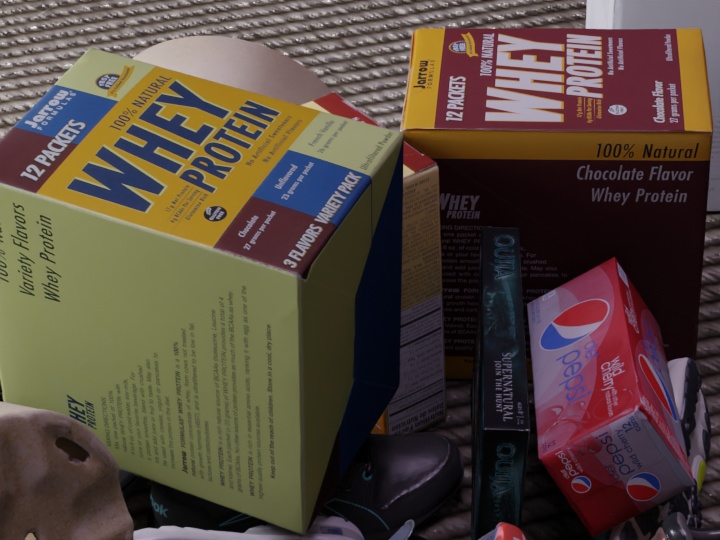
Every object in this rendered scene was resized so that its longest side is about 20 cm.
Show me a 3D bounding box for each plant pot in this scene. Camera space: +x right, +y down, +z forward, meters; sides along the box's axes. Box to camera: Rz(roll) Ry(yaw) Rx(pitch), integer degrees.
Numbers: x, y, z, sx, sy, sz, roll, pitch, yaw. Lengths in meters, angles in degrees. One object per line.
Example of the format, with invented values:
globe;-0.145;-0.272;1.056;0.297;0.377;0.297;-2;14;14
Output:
plant pot;-0.228;0.140;1.053;0.183;0.201;0.200;-4;29;38
plant pot;-0.110;-0.024;1.363;0.187;0.188;0.200;4;47;9

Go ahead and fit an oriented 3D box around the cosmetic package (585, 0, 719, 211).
cosmetic package;0.239;-0.181;1.518;0.123;0.200;0.200;-1;36;2

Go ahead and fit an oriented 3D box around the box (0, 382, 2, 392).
box;-0.336;0.066;1.262;0.200;0.049;0.161;10;26;43

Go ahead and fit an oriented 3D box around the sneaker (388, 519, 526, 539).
sneaker;0.006;0.182;1.064;0.200;0.075;0.085;-12;61;17

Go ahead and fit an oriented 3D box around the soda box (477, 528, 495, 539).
soda box;0.121;0.224;1.068;0.063;0.068;0.200;-27;42;-30

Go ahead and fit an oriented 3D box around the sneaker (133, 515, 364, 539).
sneaker;-0.083;0.191;1.123;0.200;0.075;0.082;-12;35;-13

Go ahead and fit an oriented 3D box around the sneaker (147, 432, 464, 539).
sneaker;-0.032;0.125;1.211;0.199;0.079;0.075;-10;36;-13

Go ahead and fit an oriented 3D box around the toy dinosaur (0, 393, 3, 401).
toy dinosaur;-0.217;0.038;1.350;0.135;0.086;0.200;-10;42;-44

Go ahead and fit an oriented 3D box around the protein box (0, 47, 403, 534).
protein box;-0.093;0.010;1.132;0.200;0.199;0.135;17;43;18

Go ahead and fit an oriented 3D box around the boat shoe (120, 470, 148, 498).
boat shoe;-0.168;0.101;1.244;0.086;0.075;0.202;42;56;9

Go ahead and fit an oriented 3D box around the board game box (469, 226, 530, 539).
board game box;0.084;0.085;1.210;0.028;0.136;0.200;2;36;2

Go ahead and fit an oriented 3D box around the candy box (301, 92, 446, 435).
candy box;0.000;0.000;1.278;0.055;0.200;0.115;-24;40;-25

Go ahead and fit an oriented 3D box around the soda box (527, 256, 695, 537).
soda box;0.145;0.071;1.189;0.070;0.063;0.200;-29;20;15

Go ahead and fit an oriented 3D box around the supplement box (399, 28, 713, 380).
supplement box;0.129;-0.044;1.332;0.197;0.200;0.133;1;36;5

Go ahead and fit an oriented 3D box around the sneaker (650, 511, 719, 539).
sneaker;0.242;0.177;1.084;0.200;0.082;0.077;11;31;-17

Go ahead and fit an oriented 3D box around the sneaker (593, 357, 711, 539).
sneaker;0.166;0.130;1.214;0.079;0.078;0.200;-11;26;23
